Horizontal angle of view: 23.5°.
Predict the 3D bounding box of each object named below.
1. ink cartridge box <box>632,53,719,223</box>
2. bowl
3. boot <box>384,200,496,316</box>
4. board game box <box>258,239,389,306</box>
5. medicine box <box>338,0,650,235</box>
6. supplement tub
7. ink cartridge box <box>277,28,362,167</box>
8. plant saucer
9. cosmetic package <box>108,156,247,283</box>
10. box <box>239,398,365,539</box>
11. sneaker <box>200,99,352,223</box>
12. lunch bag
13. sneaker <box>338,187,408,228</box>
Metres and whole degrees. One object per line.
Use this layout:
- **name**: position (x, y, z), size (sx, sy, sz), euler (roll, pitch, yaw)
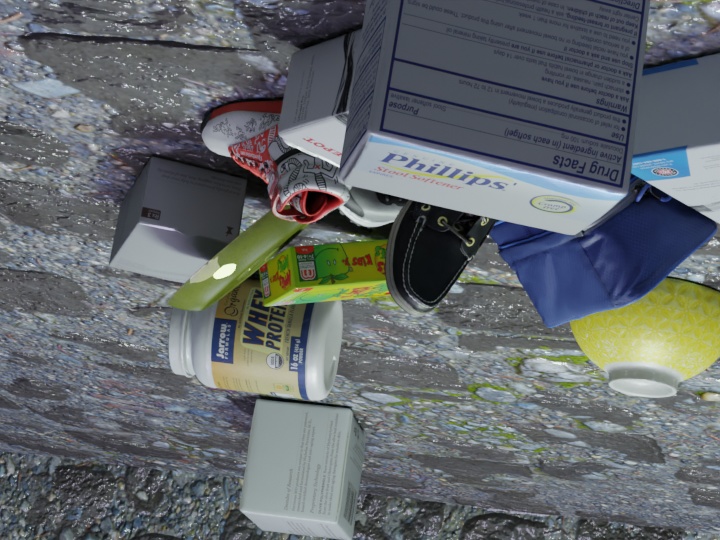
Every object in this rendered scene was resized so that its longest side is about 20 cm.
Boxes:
- **ink cartridge box**: position (0.327, -0.101, 1.428), size (0.200, 0.084, 0.145), euler (24, 158, -40)
- **bowl**: position (0.333, 0.086, 2.011), size (0.199, 0.108, 0.200), euler (9, 164, 3)
- **boot**: position (0.107, -0.062, 1.500), size (0.073, 0.204, 0.154), euler (38, 150, -18)
- **board game box**: position (0.000, 0.000, 1.904), size (0.199, 0.048, 0.102), euler (-4, 169, -24)
- **medicine box**: position (0.094, -0.147, 1.195), size (0.182, 0.201, 0.103), euler (12, 163, -10)
- **supplement tub**: position (-0.131, 0.083, 2.191), size (0.199, 0.145, 0.144), euler (6, 163, 9)
- **ink cartridge box**: position (0.049, -0.141, 1.444), size (0.144, 0.085, 0.200), euler (23, 158, -37)
- **plant saucer**: position (-0.114, -0.018, 1.791), size (0.031, 0.200, 0.200), euler (49, 160, 1)
- **cosmetic package**: position (-0.203, -0.051, 1.900), size (0.112, 0.081, 0.200), euler (14, 162, -16)
- **box**: position (-0.095, 0.340, 2.936), size (0.171, 0.201, 0.199), euler (4, 164, 9)
- **sneaker**: position (-0.083, -0.099, 1.616), size (0.201, 0.108, 0.067), euler (-4, 159, 39)
- **lunch bag**: position (0.209, -0.046, 1.543), size (0.133, 0.136, 0.200), euler (55, 154, -5)
- **sneaker**: position (0.056, -0.078, 1.699), size (0.200, 0.074, 0.079), euler (12, 155, -32)
